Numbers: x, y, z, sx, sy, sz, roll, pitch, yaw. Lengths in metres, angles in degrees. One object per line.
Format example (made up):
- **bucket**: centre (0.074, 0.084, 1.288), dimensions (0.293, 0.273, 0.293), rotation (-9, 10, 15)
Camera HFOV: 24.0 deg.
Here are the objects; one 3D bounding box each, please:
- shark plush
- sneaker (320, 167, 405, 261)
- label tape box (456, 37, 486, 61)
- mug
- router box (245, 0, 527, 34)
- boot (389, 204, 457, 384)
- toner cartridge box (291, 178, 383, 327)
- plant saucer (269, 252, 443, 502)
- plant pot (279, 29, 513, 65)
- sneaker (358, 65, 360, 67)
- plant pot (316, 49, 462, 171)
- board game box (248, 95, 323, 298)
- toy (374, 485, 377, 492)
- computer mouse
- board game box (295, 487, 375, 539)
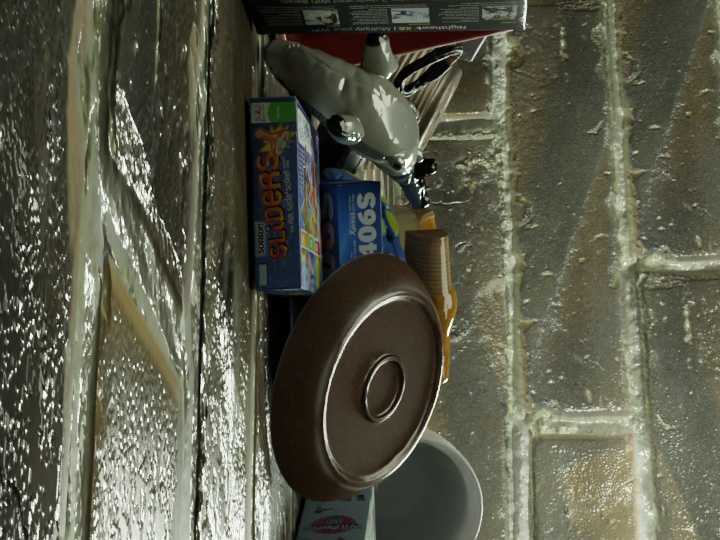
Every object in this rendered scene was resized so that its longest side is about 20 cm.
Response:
- **shark plush**: centre (0.006, -0.118, 1.315), dimensions (0.200, 0.083, 0.091), rotation (31, 70, -51)
- **sneaker**: centre (0.000, 0.000, 1.460), dimensions (0.071, 0.083, 0.200), rotation (6, 57, -56)
- **label tape box**: centre (0.117, -0.307, 1.497), dimensions (0.144, 0.066, 0.200), rotation (-84, -162, -46)
- **mug**: centre (0.025, 0.249, 1.728), dimensions (0.201, 0.147, 0.175), rotation (-62, -172, 0)
- **router box**: centre (0.017, -0.215, 1.155), dimensions (0.157, 0.199, 0.053), rotation (78, 12, -75)
- **boot**: centre (0.040, 0.021, 1.561), dimensions (0.201, 0.070, 0.145), rotation (-132, -138, -71)
- **toner cartridge box**: centre (-0.019, 0.026, 1.401), dimensions (0.095, 0.043, 0.201), rotation (7, -80, 63)
- **plant saucer**: centre (0.007, 0.087, 1.313), dimensions (0.200, 0.034, 0.201), rotation (-24, 121, -47)
- **plant pot**: centre (0.011, -0.297, 1.341), dimensions (0.200, 0.199, 0.177), rotation (81, -5, -63)
- **sneaker**: centre (-0.034, -0.244, 1.494), dimensions (0.112, 0.077, 0.201), rotation (34, 49, -76)
- **plant pot**: centre (0.036, -0.171, 1.640), dimensions (0.201, 0.092, 0.201), rotation (-61, 175, -9)
- **board game box**: centre (-0.053, -0.049, 1.268), dimensions (0.200, 0.034, 0.136), rotation (45, 43, -86)
- **toy**: centre (0.024, 0.099, 1.625), dimensions (0.201, 0.047, 0.115), rotation (-96, -171, -45)
- **computer mouse**: centre (0.022, -0.133, 1.528), dimensions (0.059, 0.200, 0.034), rotation (-3, 57, -56)
- **board game box**: centre (-0.020, 0.280, 1.448), dimensions (0.200, 0.064, 0.148), rotation (-76, 164, -74)
